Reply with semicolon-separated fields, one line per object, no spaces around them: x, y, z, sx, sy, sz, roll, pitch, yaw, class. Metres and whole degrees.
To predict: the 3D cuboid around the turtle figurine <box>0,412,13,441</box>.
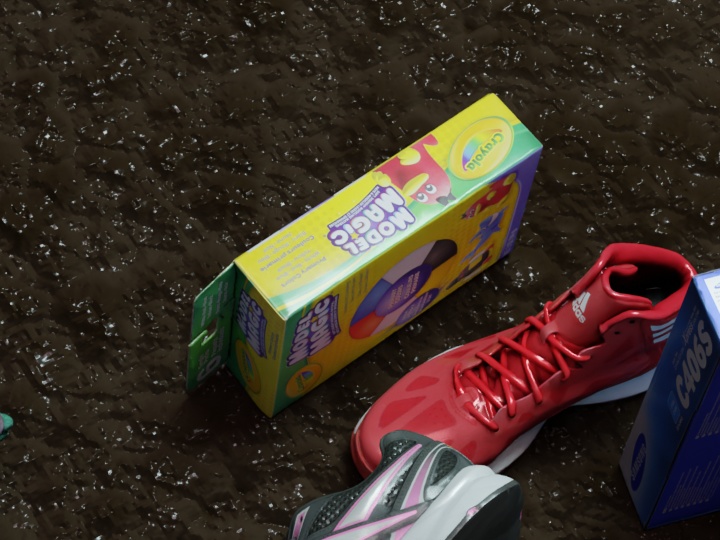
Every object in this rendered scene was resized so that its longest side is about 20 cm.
-0.195;0.166;1.146;0.149;0.101;0.200;-13;57;-12;turtle figurine

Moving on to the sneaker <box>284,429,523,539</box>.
-0.012;0.161;1.176;0.200;0.080;0.086;-42;55;-16;sneaker

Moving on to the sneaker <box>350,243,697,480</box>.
0.086;0.039;1.230;0.200;0.116;0.078;-28;67;-20;sneaker

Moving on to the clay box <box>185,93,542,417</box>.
0.000;0.000;1.245;0.200;0.115;0.048;-35;70;-22;clay box

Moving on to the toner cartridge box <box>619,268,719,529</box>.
0.194;0.059;1.181;0.095;0.200;0.043;-12;61;-12;toner cartridge box
